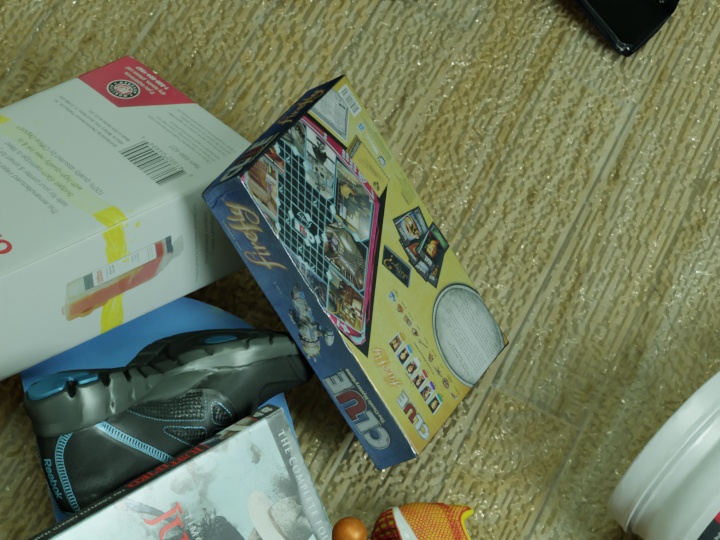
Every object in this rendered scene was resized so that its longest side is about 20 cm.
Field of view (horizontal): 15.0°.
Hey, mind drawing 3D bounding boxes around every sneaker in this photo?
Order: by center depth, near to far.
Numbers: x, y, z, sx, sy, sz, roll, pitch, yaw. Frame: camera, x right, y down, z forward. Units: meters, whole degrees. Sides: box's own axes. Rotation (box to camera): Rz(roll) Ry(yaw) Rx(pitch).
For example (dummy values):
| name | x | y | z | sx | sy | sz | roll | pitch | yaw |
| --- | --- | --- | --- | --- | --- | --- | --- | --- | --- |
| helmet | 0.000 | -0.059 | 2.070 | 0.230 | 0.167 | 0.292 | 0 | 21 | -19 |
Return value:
| name | x | y | z | sx | sy | sz | roll | pitch | yaw |
| --- | --- | --- | --- | --- | --- | --- | --- | --- | --- |
| sneaker | 0.069 | 0.218 | 1.571 | 0.077 | 0.073 | 0.200 | -4 | 61 | -25 |
| sneaker | -0.107 | 0.084 | 1.590 | 0.200 | 0.073 | 0.082 | -15 | 101 | -36 |

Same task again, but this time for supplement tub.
| name | x | y | z | sx | sy | sz | roll | pitch | yaw |
| --- | --- | --- | --- | --- | --- | --- | --- | --- | --- |
| supplement tub | 0.258 | 0.163 | 1.598 | 0.200 | 0.140 | 0.140 | 42 | 60 | 16 |

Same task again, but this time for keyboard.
| name | x | y | z | sx | sy | sz | roll | pitch | yaw |
| --- | --- | --- | --- | --- | --- | --- | --- | --- | --- |
| keyboard | 0.143 | -0.244 | 1.880 | 0.104 | 0.040 | 0.200 | -42 | 96 | -29 |

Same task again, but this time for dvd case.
| name | x | y | z | sx | sy | sz | roll | pitch | yaw |
| --- | --- | --- | --- | --- | --- | --- | --- | --- | --- |
| dvd case | -0.102 | 0.184 | 1.539 | 0.200 | 0.022 | 0.146 | -28 | 106 | -26 |

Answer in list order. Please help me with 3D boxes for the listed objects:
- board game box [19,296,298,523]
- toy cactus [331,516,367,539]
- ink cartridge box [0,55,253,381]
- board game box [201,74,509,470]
| name | x | y | z | sx | sy | sz | roll | pitch | yaw |
| --- | --- | --- | --- | --- | --- | --- | --- | --- | --- |
| board game box | -0.119 | 0.108 | 1.627 | 0.158 | 0.039 | 0.200 | -6 | 61 | -22 |
| toy cactus | -0.035 | 0.201 | 1.498 | 0.200 | 0.165 | 0.102 | -4 | 71 | 16 |
| ink cartridge box | -0.178 | -0.035 | 1.644 | 0.200 | 0.084 | 0.145 | -25 | 45 | -30 |
| board game box | 0.000 | 0.000 | 1.634 | 0.200 | 0.035 | 0.136 | 58 | 40 | -13 |
